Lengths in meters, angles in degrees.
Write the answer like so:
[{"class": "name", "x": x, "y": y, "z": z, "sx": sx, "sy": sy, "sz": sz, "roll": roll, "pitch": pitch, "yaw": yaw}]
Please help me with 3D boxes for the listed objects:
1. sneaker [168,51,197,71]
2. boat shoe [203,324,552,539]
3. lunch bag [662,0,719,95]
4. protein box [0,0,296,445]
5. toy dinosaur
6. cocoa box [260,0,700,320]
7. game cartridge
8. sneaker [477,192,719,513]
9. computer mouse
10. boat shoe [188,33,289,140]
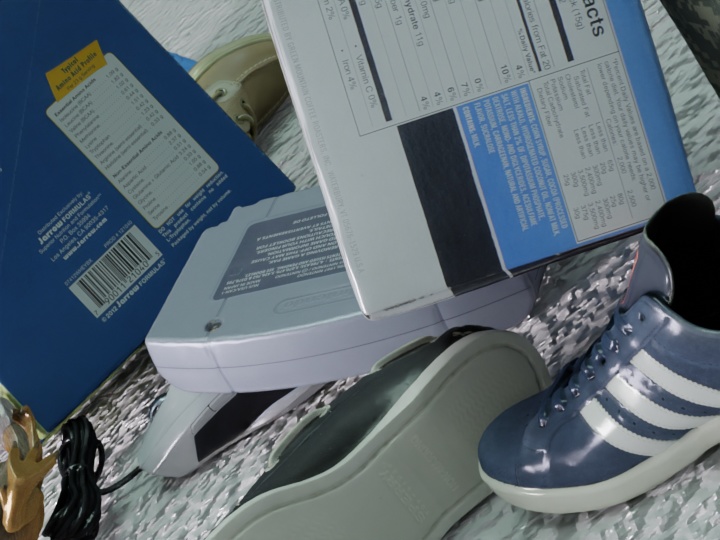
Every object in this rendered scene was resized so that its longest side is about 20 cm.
[{"class": "sneaker", "x": -0.167, "y": -0.146, "z": 1.690, "sx": 0.066, "sy": 0.079, "sz": 0.200, "roll": -44, "pitch": 20, "yaw": -16}, {"class": "boat shoe", "x": -0.011, "y": 0.093, "z": 0.864, "sx": 0.200, "sy": 0.074, "sz": 0.060, "roll": -44, "pitch": 19, "yaw": -19}, {"class": "lunch bag", "x": 0.229, "y": -0.122, "z": 0.778, "sx": 0.200, "sy": 0.140, "sz": 0.168, "roll": -43, "pitch": 35, "yaw": -7}, {"class": "protein box", "x": -0.181, "y": -0.041, "z": 1.247, "sx": 0.199, "sy": 0.200, "sz": 0.135, "roll": -45, "pitch": 2, "yaw": -14}, {"class": "toy dinosaur", "x": -0.178, "y": 0.131, "z": 1.086, "sx": 0.060, "sy": 0.107, "sz": 0.201, "roll": 6, "pitch": 43, "yaw": 3}, {"class": "cocoa box", "x": 0.048, "y": -0.069, "z": 0.867, "sx": 0.130, "sy": 0.135, "sz": 0.200, "roll": -18, "pitch": 3, "yaw": 5}, {"class": "game cartridge", "x": 0.000, "y": 0.000, "z": 1.040, "sx": 0.198, "sy": 0.041, "sz": 0.133, "roll": -13, "pitch": 27, "yaw": 26}, {"class": "sneaker", "x": 0.107, "y": 0.022, "z": 0.776, "sx": 0.199, "sy": 0.085, "sz": 0.075, "roll": -26, "pitch": 24, "yaw": 38}, {"class": "computer mouse", "x": -0.087, "y": 0.066, "z": 1.114, "sx": 0.199, "sy": 0.044, "sz": 0.110, "roll": -35, "pitch": 19, "yaw": 18}, {"class": "boat shoe", "x": -0.101, "y": -0.088, "z": 1.466, "sx": 0.065, "sy": 0.073, "sz": 0.200, "roll": 25, "pitch": 48, "yaw": 30}]
